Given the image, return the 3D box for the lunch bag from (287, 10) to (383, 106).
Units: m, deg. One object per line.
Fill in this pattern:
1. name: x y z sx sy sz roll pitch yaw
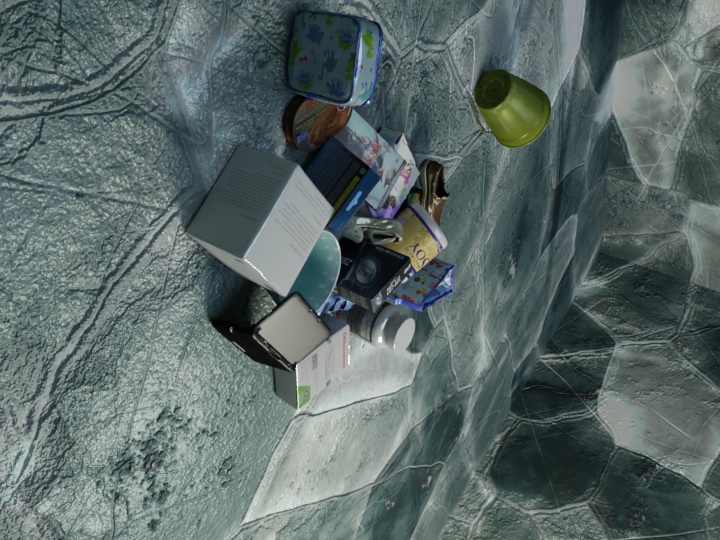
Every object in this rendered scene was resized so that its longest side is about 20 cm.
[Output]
1. lunch bag: -0.052 -0.397 1.191 0.081 0.198 0.165 -11 117 -45

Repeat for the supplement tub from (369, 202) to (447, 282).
1. supplement tub: 0.112 -0.061 1.648 0.199 0.146 0.146 -40 146 2

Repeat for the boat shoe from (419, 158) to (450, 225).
1. boat shoe: 0.207 -0.200 1.728 0.075 0.074 0.206 -44 135 -37

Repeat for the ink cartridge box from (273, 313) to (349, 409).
1. ink cartridge box: -0.118 0.221 1.570 0.199 0.083 0.149 -33 134 -44

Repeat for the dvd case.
1. dvd case: 0.007 -0.253 1.453 0.199 0.022 0.148 39 74 -30

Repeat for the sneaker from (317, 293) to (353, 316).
1. sneaker: -0.051 0.063 1.565 0.200 0.082 0.074 -42 175 -32

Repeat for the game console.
1. game console: -0.185 0.123 1.344 0.118 0.172 0.201 -67 149 -23

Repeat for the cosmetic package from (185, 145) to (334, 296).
1. cosmetic package: -0.186 -0.094 1.202 0.203 0.163 0.165 -60 147 -13

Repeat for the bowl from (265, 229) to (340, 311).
1. bowl: -0.143 -0.005 1.379 0.200 0.104 0.205 -34 134 -43

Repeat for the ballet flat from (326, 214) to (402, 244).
1. ballet flat: 0.015 -0.095 1.515 0.195 0.064 0.068 1 155 -19

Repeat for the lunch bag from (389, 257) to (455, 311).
1. lunch bag: 0.158 0.041 1.820 0.199 0.148 0.096 -35 136 -41

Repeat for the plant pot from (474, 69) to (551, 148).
1. plant pot: 0.445 -0.506 1.917 0.191 0.198 0.204 22 90 -46

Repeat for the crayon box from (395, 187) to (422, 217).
1. crayon box: 0.130 -0.124 1.773 0.125 0.051 0.205 -12 119 -53

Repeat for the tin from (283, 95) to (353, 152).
1. tin: -0.087 -0.330 1.332 0.200 0.041 0.114 -43 144 -35

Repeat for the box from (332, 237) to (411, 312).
1. box: 0.000 0.000 1.510 0.160 0.197 0.044 -44 141 -31

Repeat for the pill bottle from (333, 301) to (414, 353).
1. pill bottle: 0.036 0.131 1.642 0.115 0.197 0.118 -34 136 -41

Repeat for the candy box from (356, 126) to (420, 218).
1. candy box: 0.054 -0.222 1.578 0.202 0.071 0.168 -58 147 -14

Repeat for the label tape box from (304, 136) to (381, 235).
1. label tape box: -0.037 -0.168 1.316 0.145 0.200 0.063 -51 139 8
